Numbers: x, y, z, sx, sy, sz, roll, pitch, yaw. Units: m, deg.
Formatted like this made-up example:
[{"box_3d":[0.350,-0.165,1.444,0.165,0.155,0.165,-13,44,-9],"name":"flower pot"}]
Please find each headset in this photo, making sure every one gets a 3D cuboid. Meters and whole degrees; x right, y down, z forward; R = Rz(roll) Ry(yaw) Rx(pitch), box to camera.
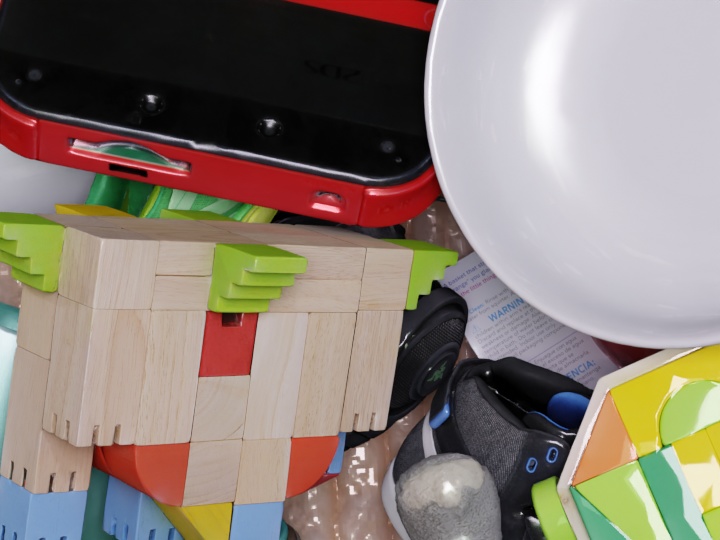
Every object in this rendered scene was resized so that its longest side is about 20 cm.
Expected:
[{"box_3d":[0.000,0.000,0.820,0.199,0.094,0.124,-31,69,9],"name":"headset"}]

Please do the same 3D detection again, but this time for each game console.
[{"box_3d":[-0.051,-0.111,0.786,0.198,0.031,0.178,12,58,-2],"name":"game console"}]

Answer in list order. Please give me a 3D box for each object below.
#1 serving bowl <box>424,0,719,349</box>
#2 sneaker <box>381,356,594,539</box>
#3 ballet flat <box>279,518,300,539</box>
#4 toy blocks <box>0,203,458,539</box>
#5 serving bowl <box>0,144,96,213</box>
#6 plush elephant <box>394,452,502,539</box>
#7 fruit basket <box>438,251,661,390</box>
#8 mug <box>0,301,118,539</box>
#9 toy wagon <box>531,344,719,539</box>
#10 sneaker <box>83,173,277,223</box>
[{"box_3d":[0.126,-0.071,0.714,0.199,0.066,0.202,0,90,28],"name":"serving bowl"},{"box_3d":[0.092,0.120,0.777,0.073,0.112,0.200,-23,59,-41],"name":"sneaker"},{"box_3d":[-0.120,0.160,0.841,0.198,0.067,0.064,-13,113,-1],"name":"ballet flat"},{"box_3d":[-0.060,0.052,0.725,0.199,0.100,0.138,1,101,-41],"name":"toy blocks"},{"box_3d":[-0.166,-0.121,0.848,0.198,0.066,0.202,0,86,-1],"name":"serving bowl"},{"box_3d":[-0.004,0.202,0.735,0.164,0.154,0.201,-36,75,38],"name":"plush elephant"},{"box_3d":[0.160,0.041,0.847,0.184,0.094,0.201,-32,71,-3],"name":"fruit basket"},{"box_3d":[-0.153,0.079,0.786,0.184,0.152,0.115,20,89,29],"name":"mug"},{"box_3d":[0.162,0.121,0.705,0.154,0.040,0.201,-25,77,11],"name":"toy wagon"},{"box_3d":[-0.062,-0.065,0.805,0.084,0.074,0.201,44,72,-36],"name":"sneaker"}]
